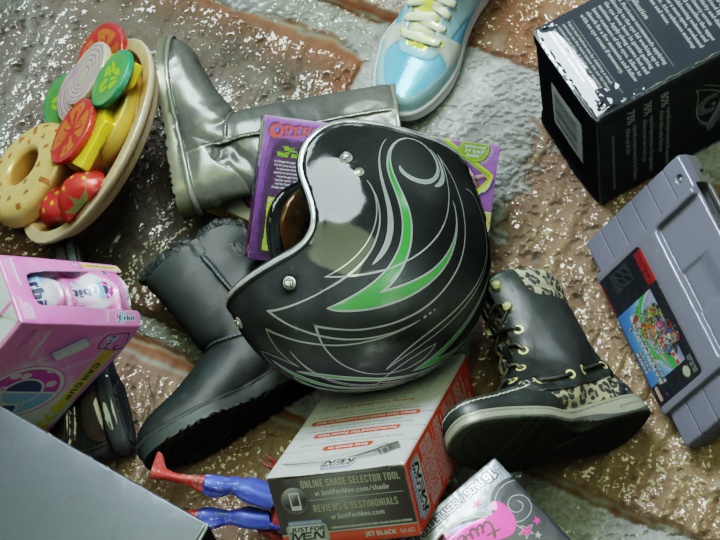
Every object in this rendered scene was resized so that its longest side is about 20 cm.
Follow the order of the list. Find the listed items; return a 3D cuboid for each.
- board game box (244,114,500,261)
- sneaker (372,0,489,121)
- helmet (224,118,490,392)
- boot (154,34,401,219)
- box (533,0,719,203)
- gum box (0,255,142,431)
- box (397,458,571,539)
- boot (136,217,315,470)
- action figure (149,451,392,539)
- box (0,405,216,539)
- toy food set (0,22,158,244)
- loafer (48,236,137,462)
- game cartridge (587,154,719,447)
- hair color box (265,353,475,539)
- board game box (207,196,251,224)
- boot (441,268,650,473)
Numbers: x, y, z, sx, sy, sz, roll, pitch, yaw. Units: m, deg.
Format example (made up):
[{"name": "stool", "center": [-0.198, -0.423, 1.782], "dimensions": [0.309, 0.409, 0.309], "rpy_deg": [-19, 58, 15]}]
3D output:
[{"name": "board game box", "center": [0.010, -0.057, 1.730], "dimensions": [0.199, 0.032, 0.120], "rpy_deg": [7, 96, -10]}, {"name": "sneaker", "center": [0.060, -0.237, 1.813], "dimensions": [0.079, 0.131, 0.200], "rpy_deg": [18, 70, 15]}, {"name": "helmet", "center": [0.000, 0.000, 1.617], "dimensions": [0.199, 0.200, 0.191], "rpy_deg": [3, 69, 9]}, {"name": "boot", "center": [-0.067, -0.135, 1.788], "dimensions": [0.199, 0.073, 0.182], "rpy_deg": [-14, 75, 6]}, {"name": "box", "center": [0.256, -0.170, 1.746], "dimensions": [0.200, 0.148, 0.104], "rpy_deg": [-28, 64, -7]}, {"name": "gum box", "center": [-0.273, 0.068, 1.664], "dimensions": [0.200, 0.113, 0.066], "rpy_deg": [-46, 56, 35]}, {"name": "box", "center": [0.067, 0.262, 1.575], "dimensions": [0.200, 0.132, 0.115], "rpy_deg": [-40, 67, -11]}, {"name": "boot", "center": [-0.129, 0.055, 1.733], "dimensions": [0.198, 0.073, 0.163], "rpy_deg": [-29, 67, -14]}, {"name": "action figure", "center": [-0.068, 0.188, 1.666], "dimensions": [0.199, 0.052, 0.066], "rpy_deg": [13, 107, 0]}, {"name": "box", "center": [-0.205, 0.219, 1.606], "dimensions": [0.200, 0.182, 0.104], "rpy_deg": [27, 71, 18]}, {"name": "toy food set", "center": [-0.239, -0.116, 1.784], "dimensions": [0.198, 0.049, 0.200], "rpy_deg": [-63, 29, -2]}, {"name": "loafer", "center": [-0.239, 0.067, 1.747], "dimensions": [0.063, 0.072, 0.200], "rpy_deg": [-19, 67, 3]}, {"name": "game cartridge", "center": [0.261, 0.026, 1.672], "dimensions": [0.130, 0.038, 0.200], "rpy_deg": [-44, 57, 35]}, {"name": "hair color box", "center": [0.014, 0.136, 1.605], "dimensions": [0.111, 0.200, 0.064], "rpy_deg": [-8, 107, 20]}, {"name": "board game box", "center": [-0.045, -0.065, 1.805], "dimensions": [0.200, 0.030, 0.096], "rpy_deg": [22, 69, 19]}, {"name": "boot", "center": [0.118, 0.076, 1.651], "dimensions": [0.203, 0.074, 0.154], "rpy_deg": [-2, 51, -40]}]
